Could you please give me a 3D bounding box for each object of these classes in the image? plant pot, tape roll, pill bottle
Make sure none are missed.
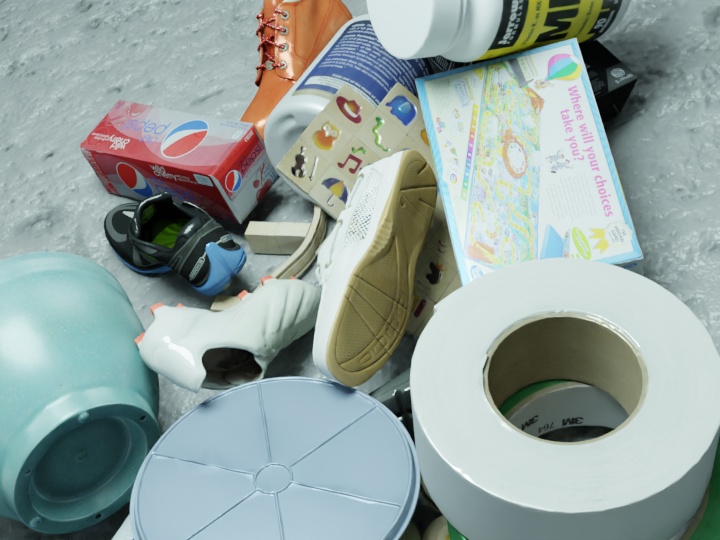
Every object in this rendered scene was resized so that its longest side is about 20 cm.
[{"bbox_3d":[-0.229,0.107,0.954,0.199,0.201,0.134,-37,50,-13],"label":"plant pot"},{"bbox_3d":[0.154,0.147,0.850,0.197,0.049,0.202,-3,47,3],"label":"tape roll"},{"bbox_3d":[0.006,-0.158,1.145,0.110,0.112,0.201,9,45,27],"label":"pill bottle"},{"bbox_3d":[0.130,0.088,0.827,0.199,0.071,0.204,-4,48,4],"label":"tape roll"},{"bbox_3d":[0.110,-0.228,1.019,0.198,0.116,0.114,-15,40,-29],"label":"pill bottle"}]

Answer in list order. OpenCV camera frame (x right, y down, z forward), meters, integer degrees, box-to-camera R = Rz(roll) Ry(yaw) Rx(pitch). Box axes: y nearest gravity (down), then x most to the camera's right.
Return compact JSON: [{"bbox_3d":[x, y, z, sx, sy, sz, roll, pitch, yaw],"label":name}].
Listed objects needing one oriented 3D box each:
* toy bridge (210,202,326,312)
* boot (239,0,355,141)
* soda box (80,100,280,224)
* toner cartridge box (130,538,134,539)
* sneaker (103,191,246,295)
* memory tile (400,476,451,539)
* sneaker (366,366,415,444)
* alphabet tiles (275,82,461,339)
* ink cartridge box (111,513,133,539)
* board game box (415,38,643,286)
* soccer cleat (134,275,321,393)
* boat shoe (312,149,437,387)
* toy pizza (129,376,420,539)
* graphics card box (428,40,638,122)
[{"bbox_3d":[-0.068,-0.028,1.125,0.066,0.027,0.202,2,51,22],"label":"toy bridge"},{"bbox_3d":[-0.076,-0.199,1.216,0.074,0.108,0.201,-3,48,40],"label":"boot"},{"bbox_3d":[-0.169,-0.103,1.186,0.198,0.064,0.070,14,57,40],"label":"soda box"},{"bbox_3d":[-0.101,0.249,0.821,0.094,0.044,0.200,-29,44,-12],"label":"toner cartridge box"},{"bbox_3d":[-0.170,-0.037,1.121,0.071,0.083,0.199,-46,32,-18],"label":"sneaker"},{"bbox_3d":[0.041,0.185,0.871,0.196,0.017,0.155,1,48,2],"label":"memory tile"},{"bbox_3d":[0.083,0.077,0.958,0.197,0.076,0.079,-22,32,-6],"label":"sneaker"},{"bbox_3d":[0.035,-0.053,1.033,0.199,0.008,0.168,39,65,-3],"label":"alphabet tiles"},{"bbox_3d":[-0.101,0.232,0.900,0.197,0.041,0.201,11,51,28],"label":"ink cartridge box"},{"bbox_3d":[0.125,-0.073,0.978,0.132,0.034,0.203,-13,61,5],"label":"board game box"},{"bbox_3d":[-0.086,0.055,0.988,0.077,0.070,0.199,40,29,25],"label":"soccer cleat"},{"bbox_3d":[0.000,0.000,0.965,0.069,0.071,0.202,-7,48,38],"label":"boat shoe"},{"bbox_3d":[-0.057,0.150,0.866,0.197,0.032,0.202,-5,39,4],"label":"toy pizza"},{"bbox_3d":[0.128,-0.195,1.110,0.125,0.051,0.200,-27,63,-36],"label":"graphics card box"}]
